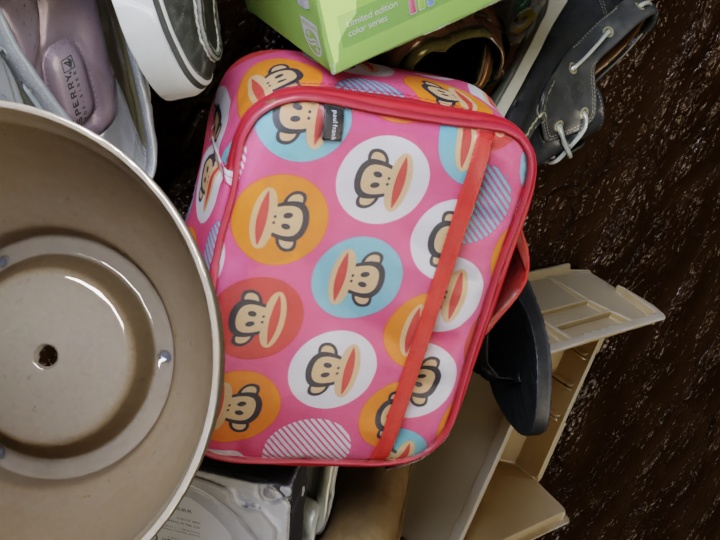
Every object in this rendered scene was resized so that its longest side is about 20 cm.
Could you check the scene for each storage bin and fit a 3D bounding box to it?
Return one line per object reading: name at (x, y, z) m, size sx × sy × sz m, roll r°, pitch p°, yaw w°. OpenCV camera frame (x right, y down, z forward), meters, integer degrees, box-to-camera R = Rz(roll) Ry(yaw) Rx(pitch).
storage bin at (0.121, 0.109, 1.143) m, size 0.198 × 0.094 × 0.200 m, roll -10°, pitch 127°, yaw -50°

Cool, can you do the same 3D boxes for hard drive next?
hard drive at (-0.104, 0.172, 0.836) m, size 0.038 × 0.139 × 0.200 m, roll -65°, pitch 164°, yaw -54°

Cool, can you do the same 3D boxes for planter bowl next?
planter bowl at (-0.147, 0.038, 0.630) m, size 0.200 × 0.200 × 0.135 m, roll -55°, pitch 174°, yaw 0°

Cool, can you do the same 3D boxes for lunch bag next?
lunch bag at (0.000, 0.000, 0.727) m, size 0.176 × 0.082 × 0.200 m, roll 6°, pitch 116°, yaw -22°

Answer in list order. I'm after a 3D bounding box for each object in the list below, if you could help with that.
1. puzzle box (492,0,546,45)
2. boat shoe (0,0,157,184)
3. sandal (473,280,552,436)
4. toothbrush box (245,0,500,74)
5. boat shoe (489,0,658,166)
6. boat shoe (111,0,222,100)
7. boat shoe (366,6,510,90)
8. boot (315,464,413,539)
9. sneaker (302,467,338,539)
puzzle box at (0.155, -0.222, 0.935) m, size 0.200 × 0.025 × 0.133 m, roll -24°, pitch 137°, yaw -41°
boat shoe at (-0.126, -0.116, 0.606) m, size 0.074 × 0.065 × 0.202 m, roll -38°, pitch 145°, yaw -27°
sandal at (0.069, 0.009, 0.912) m, size 0.048 × 0.201 × 0.075 m, roll -8°, pitch 159°, yaw -17°
toothbrush box at (0.012, -0.208, 0.634) m, size 0.145 × 0.086 × 0.200 m, roll -28°, pitch 132°, yaw -19°
boat shoe at (0.107, -0.094, 0.850) m, size 0.200 × 0.068 × 0.072 m, roll -58°, pitch -178°, yaw -25°
boat shoe at (-0.071, -0.156, 0.580) m, size 0.064 × 0.071 × 0.200 m, roll -5°, pitch 128°, yaw 4°
boat shoe at (0.042, -0.116, 0.809) m, size 0.072 × 0.068 × 0.200 m, roll -48°, pitch 162°, yaw 19°
boot at (0.015, 0.110, 0.927) m, size 0.200 × 0.066 × 0.175 m, roll -72°, pitch 173°, yaw -53°
sneaker at (-0.087, 0.149, 0.872) m, size 0.074 × 0.116 × 0.200 m, roll 1°, pitch 121°, yaw -57°
